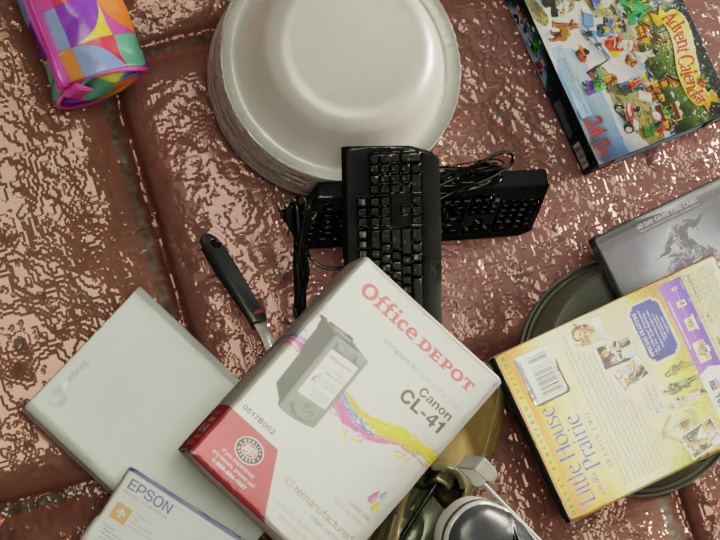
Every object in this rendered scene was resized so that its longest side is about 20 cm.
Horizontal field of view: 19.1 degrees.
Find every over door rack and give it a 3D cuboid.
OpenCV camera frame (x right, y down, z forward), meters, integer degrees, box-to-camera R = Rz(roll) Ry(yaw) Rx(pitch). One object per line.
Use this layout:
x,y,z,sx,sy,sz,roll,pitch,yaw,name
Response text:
0.090,0.253,1.644,0.148,0.067,0.200,-50,119,-17,over door rack

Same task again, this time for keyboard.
0.000,0.000,1.666,0.127,0.021,0.201,-1,108,3,keyboard
0.053,-0.045,1.695,0.199,0.104,0.040,-5,52,-15,keyboard

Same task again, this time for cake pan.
0.228,0.084,1.747,0.200,0.037,0.201,3,78,-13,cake pan

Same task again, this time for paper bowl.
-0.017,-0.164,1.705,0.200,0.104,0.201,3,77,-14,paper bowl

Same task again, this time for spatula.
-0.075,0.057,1.679,0.056,0.021,0.200,-16,76,-48,spatula

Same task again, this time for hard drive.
-0.143,0.128,1.652,0.200,0.026,0.132,43,72,-3,hard drive

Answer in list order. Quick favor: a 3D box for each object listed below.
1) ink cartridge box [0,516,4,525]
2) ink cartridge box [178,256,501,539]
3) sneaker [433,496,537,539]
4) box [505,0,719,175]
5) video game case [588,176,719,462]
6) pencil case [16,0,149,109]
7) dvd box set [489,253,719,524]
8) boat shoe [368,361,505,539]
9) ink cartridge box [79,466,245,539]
-0.383,0.179,1.550,0.200,0.084,0.145,39,72,-4,ink cartridge box
-0.016,0.110,1.603,0.148,0.086,0.200,42,81,-4,ink cartridge box
0.131,0.252,1.586,0.078,0.079,0.200,-42,115,-20,sneaker
0.211,-0.197,1.802,0.136,0.038,0.200,-22,84,-17,box
0.290,0.036,1.744,0.143,0.019,0.200,-25,86,-18,video game case
-0.238,-0.227,1.675,0.088,0.088,0.200,-23,84,-17,pencil case
0.221,0.093,1.693,0.200,0.029,0.147,-25,86,-9,dvd box set
0.067,0.159,1.670,0.072,0.076,0.200,25,73,-7,boat shoe
-0.147,0.284,1.605,0.196,0.043,0.200,34,76,-4,ink cartridge box
